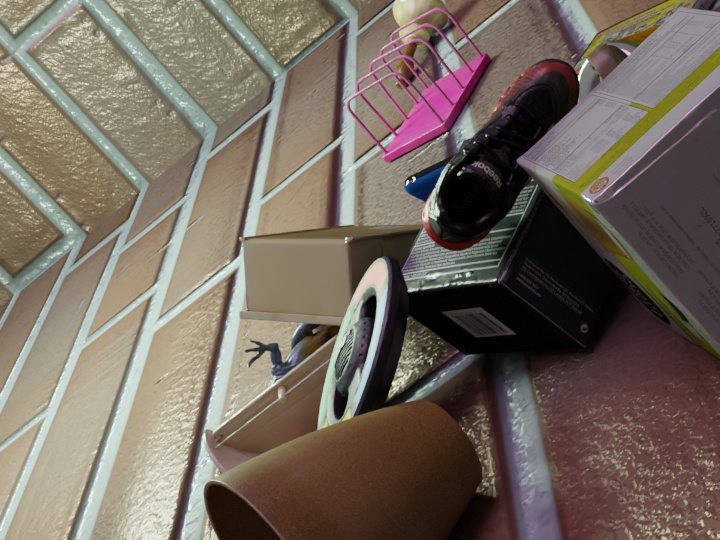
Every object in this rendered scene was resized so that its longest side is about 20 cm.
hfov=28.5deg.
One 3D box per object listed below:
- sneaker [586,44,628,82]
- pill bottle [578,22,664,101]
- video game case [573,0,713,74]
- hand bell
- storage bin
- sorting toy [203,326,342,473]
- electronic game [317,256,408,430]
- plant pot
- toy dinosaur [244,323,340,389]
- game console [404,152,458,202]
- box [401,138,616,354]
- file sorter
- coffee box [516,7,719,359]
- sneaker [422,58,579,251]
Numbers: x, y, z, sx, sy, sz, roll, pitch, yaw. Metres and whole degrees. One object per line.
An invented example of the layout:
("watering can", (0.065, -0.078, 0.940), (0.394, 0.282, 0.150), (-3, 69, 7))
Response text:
("sneaker", (0.301, -0.141, 1.313), (0.090, 0.200, 0.067), (-35, -2, 9))
("pill bottle", (0.324, -0.198, 1.438), (0.200, 0.111, 0.111), (-24, 5, -34))
("video game case", (0.337, -0.271, 1.795), (0.200, 0.026, 0.181), (-19, 30, 53))
("hand bell", (0.091, -0.398, 2.549), (0.104, 0.104, 0.200), (-26, 37, 40))
("storage bin", (0.000, 0.000, 1.581), (0.198, 0.094, 0.200), (-8, 6, -40))
("sorting toy", (-0.050, 0.183, 1.459), (0.200, 0.107, 0.180), (-38, 26, 10))
("electronic game", (-0.001, 0.083, 1.346), (0.200, 0.042, 0.200), (-163, 90, -80))
("plant pot", (0.001, 0.202, 1.209), (0.200, 0.187, 0.186), (-33, 13, -26))
("toy dinosaur", (-0.061, 0.123, 1.702), (0.182, 0.105, 0.200), (-54, -19, 1))
("game console", (0.178, -0.144, 1.702), (0.200, 0.171, 0.119), (-24, 52, 45))
("box", (0.159, -0.033, 1.390), (0.200, 0.123, 0.199), (-8, 51, 59))
("file sorter", (0.085, -0.295, 2.213), (0.139, 0.125, 0.200), (-25, 25, 42))
("coffee box", (0.286, -0.072, 1.159), (0.200, 0.200, 0.198), (-43, 18, 0))
("sneaker", (0.128, -0.102, 1.258), (0.201, 0.071, 0.098), (-53, -2, 5))
